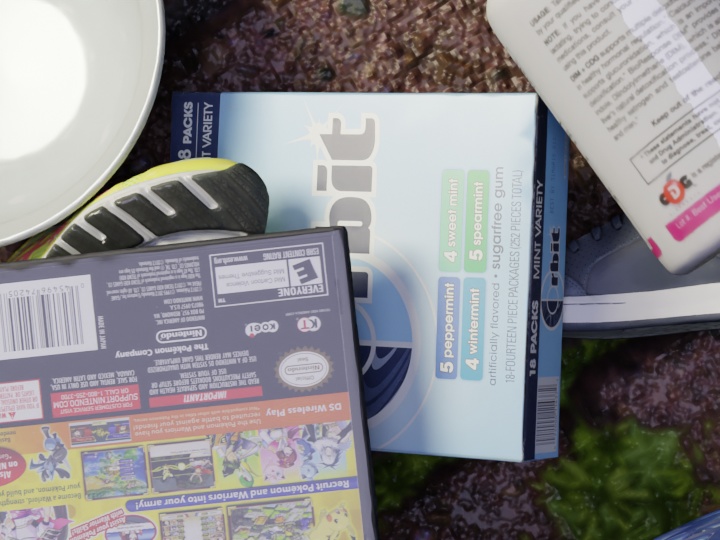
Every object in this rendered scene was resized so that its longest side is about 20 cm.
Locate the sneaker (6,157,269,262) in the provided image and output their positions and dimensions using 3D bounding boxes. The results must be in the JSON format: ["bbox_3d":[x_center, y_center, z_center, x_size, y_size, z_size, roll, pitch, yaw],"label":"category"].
[{"bbox_3d":[-0.126,-0.002,1.303,0.200,0.090,0.078,-32,114,22],"label":"sneaker"}]

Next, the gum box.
[{"bbox_3d":[0.000,0.000,1.294,0.200,0.045,0.170,2,90,28],"label":"gum box"}]

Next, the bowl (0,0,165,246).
[{"bbox_3d":[-0.183,-0.101,1.317,0.201,0.090,0.201,-1,81,9],"label":"bowl"}]

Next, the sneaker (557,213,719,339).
[{"bbox_3d":[0.145,-0.041,1.304,0.202,0.077,0.146,-6,86,8],"label":"sneaker"}]

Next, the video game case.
[{"bbox_3d":[-0.096,0.080,1.232,0.200,0.026,0.181,-6,88,3],"label":"video game case"}]

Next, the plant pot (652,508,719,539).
[{"bbox_3d":[0.151,0.217,1.240,0.180,0.200,0.200,-16,88,21],"label":"plant pot"}]

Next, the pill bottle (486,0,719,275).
[{"bbox_3d":[0.129,-0.108,1.212,0.113,0.113,0.200,-36,85,4],"label":"pill bottle"}]
